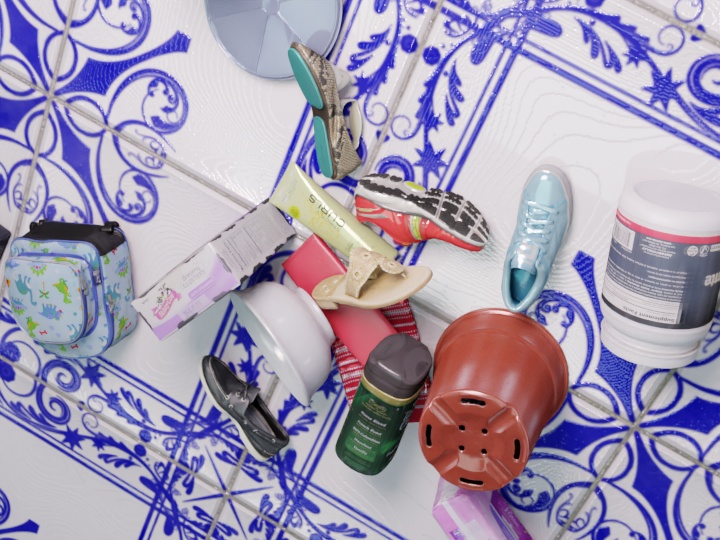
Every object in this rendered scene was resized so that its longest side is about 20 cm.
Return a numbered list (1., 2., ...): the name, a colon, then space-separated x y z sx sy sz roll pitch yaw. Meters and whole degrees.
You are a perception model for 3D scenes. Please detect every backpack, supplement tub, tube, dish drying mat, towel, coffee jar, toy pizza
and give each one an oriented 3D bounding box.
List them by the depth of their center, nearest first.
1. supplement tub: 0.374 0.003 1.201 0.138 0.140 0.203 11 115 15
2. toy pizza: -0.115 -0.356 1.293 0.197 0.032 0.203 7 113 16
3. tube: -0.038 -0.065 1.378 0.199 0.052 0.058 39 81 4
4. coffee jar: 0.034 0.189 1.386 0.085 0.104 0.202 28 126 14
5. dish drying mat: -0.028 0.044 1.419 0.077 0.018 0.201 -41 84 21
6. towel: 0.028 0.141 1.453 0.143 0.023 0.203 -9 108 22
7. backpack: -0.452 0.038 1.516 0.180 0.147 0.203 3 116 21

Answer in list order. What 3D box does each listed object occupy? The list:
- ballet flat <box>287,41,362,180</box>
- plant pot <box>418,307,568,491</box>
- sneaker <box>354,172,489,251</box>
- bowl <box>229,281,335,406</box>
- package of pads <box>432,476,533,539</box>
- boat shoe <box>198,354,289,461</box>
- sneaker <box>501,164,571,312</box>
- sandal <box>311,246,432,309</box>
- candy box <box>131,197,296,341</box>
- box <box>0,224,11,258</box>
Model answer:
1. ballet flat: -0.039 -0.220 1.300 0.068 0.075 0.202 34 146 53
2. plant pot: 0.171 0.182 1.319 0.198 0.195 0.204 7 113 17
3. sneaker: 0.083 -0.067 1.328 0.198 0.077 0.086 24 129 17
4. bowl: -0.099 0.089 1.414 0.090 0.201 0.202 -35 99 -14
5. package of pads: 0.188 0.387 1.441 0.075 0.121 0.201 -33 98 23
6. boat shoe: -0.178 0.208 1.528 0.066 0.075 0.201 -25 102 25
7. sneaker: 0.229 -0.034 1.272 0.073 0.082 0.203 12 115 14
8. sandal: -0.003 0.004 1.315 0.210 0.078 0.070 -10 123 46
9. candy box: -0.204 -0.005 1.376 0.167 0.200 0.072 -33 98 29
10. box: -0.681 -0.031 1.539 0.147 0.200 0.105 36 119 2
